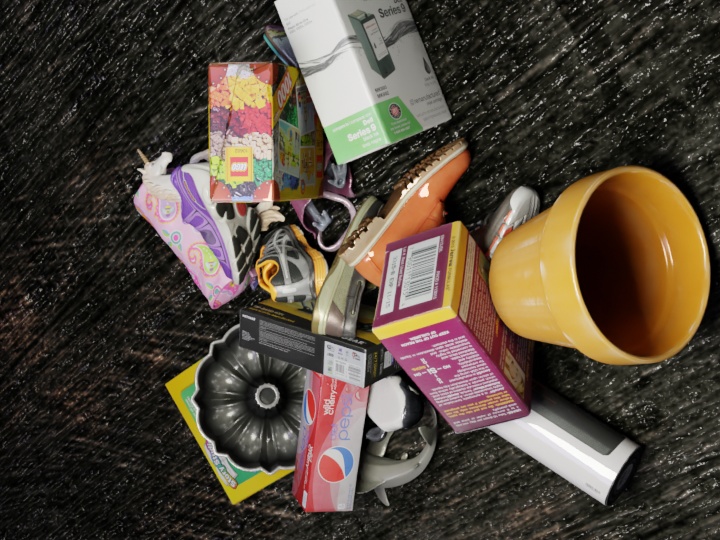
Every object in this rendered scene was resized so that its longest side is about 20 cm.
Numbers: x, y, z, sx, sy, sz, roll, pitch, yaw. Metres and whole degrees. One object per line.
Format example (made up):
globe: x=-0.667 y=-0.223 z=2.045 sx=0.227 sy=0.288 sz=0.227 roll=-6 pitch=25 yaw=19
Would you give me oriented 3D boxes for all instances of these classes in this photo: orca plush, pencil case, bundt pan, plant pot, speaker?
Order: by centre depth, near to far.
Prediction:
plant pot: x=0.239 y=0.003 z=1.486 sx=0.182 sy=0.199 sz=0.203 roll=-11 pitch=101 yaw=56
speaker: x=0.226 y=0.188 z=1.627 sx=0.199 sy=0.081 sz=0.082 roll=32 pitch=124 yaw=25
orca plush: x=0.040 y=0.169 z=1.774 sx=0.199 sy=0.070 sz=0.107 roll=157 pitch=118 yaw=-62
bundt pan: x=-0.124 y=0.167 z=1.844 sx=0.204 sy=0.200 sz=0.076 roll=60 pitch=172 yaw=3
pencil case: x=-0.223 y=-0.045 z=1.891 sx=0.201 sy=0.087 sz=0.088 roll=50 pitch=130 yaw=11

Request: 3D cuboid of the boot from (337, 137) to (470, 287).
boot: x=0.076 y=-0.059 z=1.626 sx=0.107 sy=0.075 sz=0.200 roll=41 pitch=91 yaw=-8

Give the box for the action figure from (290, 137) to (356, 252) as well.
action figure: x=-0.086 y=-0.141 z=1.759 sx=0.199 sy=0.134 sz=0.149 roll=34 pitch=169 yaw=38

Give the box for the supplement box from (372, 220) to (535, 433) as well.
supplement box: x=0.109 y=0.065 z=1.555 sx=0.102 sy=0.132 sz=0.201 roll=-17 pitch=130 yaw=27

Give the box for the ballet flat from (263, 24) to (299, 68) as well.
ballet flat: x=-0.034 y=-0.234 z=1.688 sx=0.071 sy=0.069 sz=0.201 roll=-39 pitch=85 yaw=22

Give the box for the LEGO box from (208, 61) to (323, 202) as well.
LEGO box: x=-0.104 y=-0.154 z=1.577 sx=0.076 sy=0.200 sz=0.152 roll=1 pitch=95 yaw=14

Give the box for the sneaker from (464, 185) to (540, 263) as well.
sneaker: x=0.136 y=-0.030 z=1.620 sx=0.082 sy=0.077 sz=0.201 roll=46 pitch=128 yaw=23

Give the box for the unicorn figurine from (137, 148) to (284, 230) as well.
unicorn figurine: x=-0.203 y=-0.110 z=1.822 sx=0.137 sy=0.074 sz=0.201 roll=-36 pitch=94 yaw=26

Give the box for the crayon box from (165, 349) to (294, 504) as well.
crayon box: x=-0.165 y=0.207 z=1.958 sx=0.172 sy=0.058 sz=0.202 roll=-33 pitch=85 yaw=42

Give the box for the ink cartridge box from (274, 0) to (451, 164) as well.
ink cartridge box: x=0.004 y=-0.241 z=1.592 sx=0.083 sy=0.145 sz=0.202 roll=-19 pitch=96 yaw=38

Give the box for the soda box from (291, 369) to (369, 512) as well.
soda box: x=-0.037 y=0.202 z=1.767 sx=0.063 sy=0.069 sz=0.203 roll=-140 pitch=55 yaw=-64

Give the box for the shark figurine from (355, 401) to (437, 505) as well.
shark figurine: x=0.031 y=0.257 z=1.805 sx=0.213 sy=0.089 sz=0.130 roll=-17 pitch=97 yaw=43

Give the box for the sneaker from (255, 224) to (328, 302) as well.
sneaker: x=-0.101 y=-0.007 z=1.773 sx=0.200 sy=0.076 sz=0.080 roll=-148 pitch=47 yaw=-67

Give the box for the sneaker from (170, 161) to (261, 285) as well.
sneaker: x=-0.185 y=-0.066 z=1.774 sx=0.082 sy=0.081 sz=0.201 roll=8 pitch=139 yaw=25

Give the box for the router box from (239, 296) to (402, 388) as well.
router box: x=-0.028 y=0.076 z=1.732 sx=0.198 sy=0.156 sz=0.053 roll=15 pitch=111 yaw=32

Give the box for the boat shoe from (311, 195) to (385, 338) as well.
boat shoe: x=0.000 y=0.000 z=1.679 sx=0.065 sy=0.202 sz=0.072 roll=20 pitch=146 yaw=6
